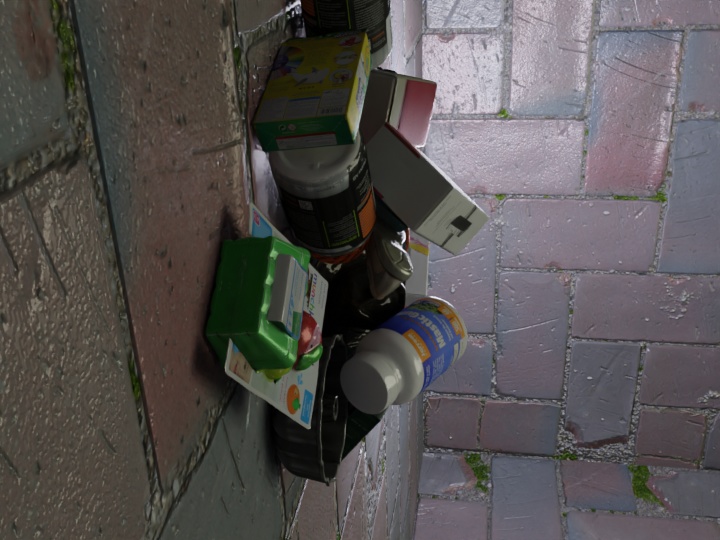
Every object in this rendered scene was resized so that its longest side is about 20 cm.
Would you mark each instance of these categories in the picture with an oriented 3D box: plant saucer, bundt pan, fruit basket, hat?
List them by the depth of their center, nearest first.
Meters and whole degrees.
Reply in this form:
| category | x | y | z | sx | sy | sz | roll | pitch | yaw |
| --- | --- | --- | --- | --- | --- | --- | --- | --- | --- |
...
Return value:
| category | x | y | z | sx | sy | sz | roll | pitch | yaw |
| --- | --- | --- | --- | --- | --- | --- | --- | --- | --- |
| fruit basket | -0.078 | 0.054 | 0.836 | 0.200 | 0.093 | 0.187 | 45 | 45 | -51 |
| bundt pan | -0.069 | 0.186 | 1.057 | 0.202 | 0.075 | 0.205 | 2 | 90 | -82 |
| plant saucer | -0.006 | -0.128 | 1.145 | 0.019 | 0.199 | 0.070 | -49 | -177 | 18 |
| hat | 0.011 | 0.048 | 1.182 | 0.081 | 0.199 | 0.203 | 32 | -46 | 46 |

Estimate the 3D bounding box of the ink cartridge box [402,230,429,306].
| category | x | y | z | sx | sy | sz | roll | pitch | yaw |
| --- | --- | --- | --- | --- | --- | --- | --- | --- | --- |
| ink cartridge box | 0.053 | -0.043 | 1.487 | 0.147 | 0.144 | 0.203 | 113 | -18 | -79 |

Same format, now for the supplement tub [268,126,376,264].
| category | x | y | z | sx | sy | sz | roll | pitch | yaw |
| --- | --- | --- | --- | --- | --- | --- | --- | --- | --- |
| supplement tub | -0.044 | -0.101 | 1.013 | 0.201 | 0.121 | 0.124 | 79 | 16 | -57 |

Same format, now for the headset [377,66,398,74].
| category | x | y | z | sx | sy | sz | roll | pitch | yaw |
| --- | --- | --- | --- | --- | --- | --- | --- | --- | --- |
| headset | 0.024 | -0.341 | 1.463 | 0.201 | 0.122 | 0.094 | 66 | -4 | -30 |

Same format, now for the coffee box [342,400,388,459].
| category | x | y | z | sx | sy | sz | roll | pitch | yaw |
| --- | --- | --- | --- | --- | --- | --- | --- | --- | --- |
| coffee box | 0.000 | 0.225 | 1.228 | 0.123 | 0.044 | 0.200 | -55 | 180 | -45 |

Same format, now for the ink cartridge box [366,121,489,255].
| category | x | y | z | sx | sy | sz | roll | pitch | yaw |
| --- | --- | --- | --- | --- | --- | --- | --- | --- | --- |
| ink cartridge box | 0.091 | -0.113 | 1.129 | 0.084 | 0.144 | 0.200 | -46 | 157 | 10 |

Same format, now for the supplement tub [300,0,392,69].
| category | x | y | z | sx | sy | sz | roll | pitch | yaw |
| --- | --- | --- | --- | --- | --- | --- | --- | --- | --- |
| supplement tub | -0.022 | -0.377 | 1.040 | 0.201 | 0.121 | 0.124 | 82 | 13 | -50 |

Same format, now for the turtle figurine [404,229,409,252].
| category | x | y | z | sx | sy | sz | roll | pitch | yaw |
| --- | --- | --- | --- | --- | --- | --- | --- | --- | --- |
| turtle figurine | 0.000 | 0.000 | 1.264 | 0.160 | 0.064 | 0.201 | -24 | 151 | -43 |

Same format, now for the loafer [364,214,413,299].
| category | x | y | z | sx | sy | sz | roll | pitch | yaw |
| --- | --- | --- | --- | --- | --- | --- | --- | --- | --- |
| loafer | 0.026 | -0.031 | 1.124 | 0.063 | 0.072 | 0.201 | -50 | -158 | 20 |

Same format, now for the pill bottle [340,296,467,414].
| category | x | y | z | sx | sy | sz | roll | pitch | yaw |
| --- | --- | --- | --- | --- | --- | --- | --- | --- | --- |
| pill bottle | 0.062 | 0.123 | 1.119 | 0.199 | 0.111 | 0.113 | -30 | 125 | -48 |

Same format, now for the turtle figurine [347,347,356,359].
| category | x | y | z | sx | sy | sz | roll | pitch | yaw |
| --- | --- | --- | --- | --- | --- | --- | --- | --- | --- |
| turtle figurine | -0.015 | 0.144 | 1.341 | 0.150 | 0.100 | 0.200 | -50 | -179 | 19 |

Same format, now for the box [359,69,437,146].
| category | x | y | z | sx | sy | sz | roll | pitch | yaw |
| --- | --- | --- | --- | --- | --- | --- | --- | --- | --- |
| box | 0.025 | -0.256 | 1.209 | 0.200 | 0.127 | 0.110 | -24 | 128 | -65 |

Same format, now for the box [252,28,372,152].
| category | x | y | z | sx | sy | sz | roll | pitch | yaw |
| --- | --- | --- | --- | --- | --- | --- | --- | --- | --- |
| box | -0.052 | -0.226 | 0.944 | 0.049 | 0.116 | 0.202 | 73 | 20 | -46 |
